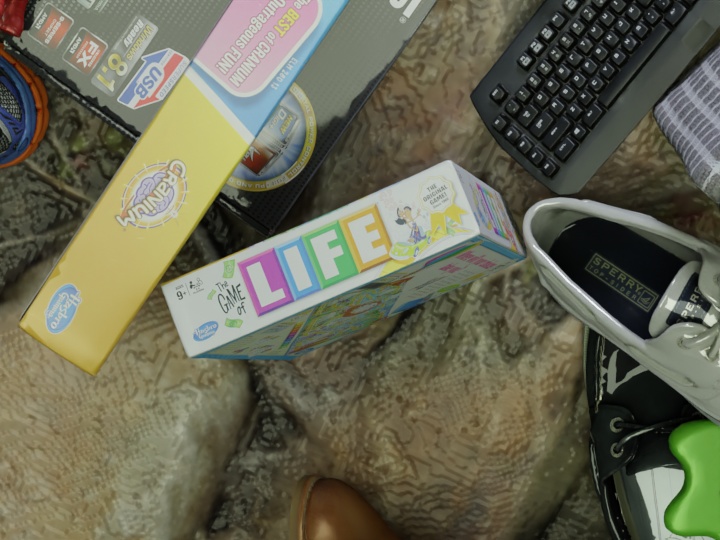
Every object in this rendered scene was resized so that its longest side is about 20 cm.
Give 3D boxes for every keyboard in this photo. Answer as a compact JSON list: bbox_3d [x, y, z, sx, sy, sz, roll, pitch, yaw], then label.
[{"bbox_3d":[0.120,-0.140,1.014,0.104,0.040,0.200,43,102,21],"label":"keyboard"}]

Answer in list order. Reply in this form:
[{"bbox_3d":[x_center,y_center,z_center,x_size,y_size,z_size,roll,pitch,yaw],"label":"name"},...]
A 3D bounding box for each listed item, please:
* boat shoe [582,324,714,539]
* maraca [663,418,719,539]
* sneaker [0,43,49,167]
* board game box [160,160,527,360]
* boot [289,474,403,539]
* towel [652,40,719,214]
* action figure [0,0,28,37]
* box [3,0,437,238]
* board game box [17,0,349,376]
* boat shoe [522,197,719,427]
[{"bbox_3d":[0.150,0.096,1.074,0.074,0.066,0.201,-4,103,5],"label":"boat shoe"},{"bbox_3d":[0.237,0.079,1.037,0.199,0.107,0.138,-37,93,-3],"label":"maraca"},{"bbox_3d":[-0.242,-0.111,1.041,0.199,0.078,0.076,26,103,-3],"label":"sneaker"},{"bbox_3d":[0.000,0.000,0.991,0.134,0.200,0.034,-23,84,8],"label":"board game box"},{"bbox_3d":[0.067,0.165,1.069,0.154,0.074,0.201,-18,117,32],"label":"boot"},{"bbox_3d":[0.209,-0.095,0.957,0.085,0.200,0.166,42,101,-5],"label":"towel"},{"bbox_3d":[-0.160,-0.221,1.009,0.098,0.065,0.201,26,87,5],"label":"action figure"},{"bbox_3d":[-0.050,-0.143,1.040,0.160,0.044,0.201,36,103,-5],"label":"box"},{"bbox_3d":[-0.069,-0.063,0.960,0.040,0.153,0.201,34,104,-6],"label":"board game box"},{"bbox_3d":[0.154,0.025,0.999,0.199,0.065,0.074,25,84,33],"label":"boat shoe"}]
